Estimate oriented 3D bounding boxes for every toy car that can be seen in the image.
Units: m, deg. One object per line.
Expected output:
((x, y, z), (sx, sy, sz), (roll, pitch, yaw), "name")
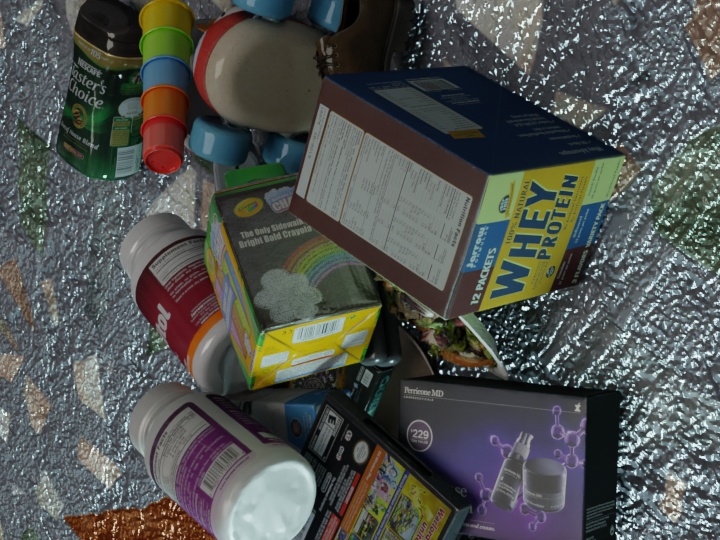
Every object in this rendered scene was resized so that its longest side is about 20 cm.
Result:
((-0.116, -0.221, 1.511), (0.200, 0.176, 0.186), (37, 115, 48), "toy car")

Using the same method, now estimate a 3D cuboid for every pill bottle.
((-0.171, 0.030, 1.559), (0.200, 0.112, 0.114), (46, 129, 37), "pill bottle")
((-0.142, 0.187, 1.450), (0.200, 0.112, 0.113), (31, 121, 44), "pill bottle")

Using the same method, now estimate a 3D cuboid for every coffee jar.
((-0.296, -0.215, 1.740), (0.104, 0.085, 0.201), (34, 122, 34), "coffee jar")

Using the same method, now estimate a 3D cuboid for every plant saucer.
((0.022, 0.137, 1.546), (0.199, 0.034, 0.202), (12, 107, 43), "plant saucer")

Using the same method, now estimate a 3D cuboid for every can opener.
((0.000, 0.000, 1.493), (0.066, 0.052, 0.202), (-21, 73, 35), "can opener")

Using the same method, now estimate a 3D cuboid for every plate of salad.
((0.061, 0.039, 1.390), (0.048, 0.200, 0.200), (-44, 60, -5), "plate of salad")

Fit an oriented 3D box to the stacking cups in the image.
((-0.195, -0.188, 1.495), (0.061, 0.060, 0.201), (-49, 35, 40), "stacking cups")

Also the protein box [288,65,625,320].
((0.084, -0.077, 1.308), (0.200, 0.198, 0.136), (35, 120, 34), "protein box")

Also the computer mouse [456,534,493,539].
((0.133, 0.277, 1.454), (0.200, 0.053, 0.139), (43, 114, 26), "computer mouse")

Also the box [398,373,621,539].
((0.135, 0.175, 1.374), (0.199, 0.079, 0.142), (2, 89, 35), "box")

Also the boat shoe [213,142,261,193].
((-0.127, -0.068, 1.627), (0.067, 0.073, 0.201), (-93, 7, -53), "boat shoe")

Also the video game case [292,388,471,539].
((0.000, 0.246, 1.416), (0.180, 0.025, 0.201), (39, 120, 30), "video game case")

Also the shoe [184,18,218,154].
((-0.176, -0.176, 1.596), (0.201, 0.071, 0.091), (-94, 26, -42), "shoe")

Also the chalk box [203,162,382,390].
((-0.076, -0.010, 1.418), (0.124, 0.124, 0.201), (107, 146, -58), "chalk box")

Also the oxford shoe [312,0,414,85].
((-0.014, -0.180, 1.404), (0.073, 0.084, 0.201), (-21, 53, 59), "oxford shoe")

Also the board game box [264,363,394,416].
((-0.054, 0.147, 1.562), (0.135, 0.028, 0.201), (37, 119, 26), "board game box")

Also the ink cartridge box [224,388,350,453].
((-0.100, 0.185, 1.543), (0.199, 0.068, 0.117), (-2, 99, 36), "ink cartridge box")
